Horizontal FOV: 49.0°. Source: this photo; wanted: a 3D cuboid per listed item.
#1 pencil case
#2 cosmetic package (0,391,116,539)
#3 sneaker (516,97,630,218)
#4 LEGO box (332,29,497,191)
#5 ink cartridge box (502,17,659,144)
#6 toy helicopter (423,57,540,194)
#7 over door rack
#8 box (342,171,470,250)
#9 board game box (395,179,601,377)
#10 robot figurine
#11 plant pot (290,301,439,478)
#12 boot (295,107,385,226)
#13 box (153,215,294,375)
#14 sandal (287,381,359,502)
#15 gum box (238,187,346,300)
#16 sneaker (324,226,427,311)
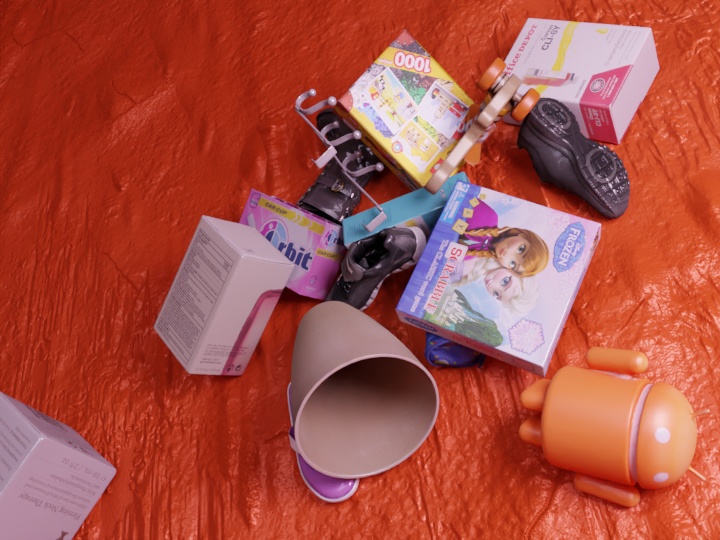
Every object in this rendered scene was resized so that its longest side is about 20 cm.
[{"bbox_3d":[0.129,0.032,1.063,0.087,0.077,0.203,-35,42,46],"label":"pencil case"},{"bbox_3d":[-0.521,0.329,1.203,0.165,0.167,0.201,23,75,38],"label":"cosmetic package"},{"bbox_3d":[0.291,-0.144,1.090,0.075,0.091,0.201,-21,64,-28],"label":"sneaker"},{"bbox_3d":[0.080,-0.229,1.186,0.149,0.200,0.077,-47,7,-5],"label":"LEGO box"},{"bbox_3d":[0.310,-0.282,1.156,0.198,0.083,0.146,19,72,38],"label":"ink cartridge box"},{"bbox_3d":[0.152,-0.186,1.089,0.079,0.132,0.201,39,85,-2],"label":"toy helicopter"},{"bbox_3d":[-0.021,-0.169,1.146,0.066,0.148,0.201,-33,37,10],"label":"over door rack"},{"bbox_3d":[0.078,-0.068,1.158,0.198,0.082,0.050,-21,51,18],"label":"box"},{"bbox_3d":[0.173,0.003,0.991,0.197,0.041,0.202,19,71,22],"label":"board game box"},{"bbox_3d":[0.274,0.168,0.862,0.198,0.117,0.146,7,64,34],"label":"robot figurine"},{"bbox_3d":[-0.017,0.133,1.041,0.186,0.188,0.201,-37,33,4],"label":"plant pot"},{"bbox_3d":[-0.049,-0.170,1.309,0.199,0.069,0.175,32,79,38],"label":"boot"},{"bbox_3d":[-0.208,0.040,1.194,0.128,0.108,0.202,40,109,39],"label":"box"},{"bbox_3d":[-0.065,0.223,1.075,0.082,0.050,0.204,-34,49,7],"label":"sandal"},{"bbox_3d":[-0.118,-0.045,1.248,0.199,0.066,0.115,26,97,39],"label":"gum box"},{"bbox_3d":[0.000,0.000,1.124,0.200,0.090,0.067,-41,58,30],"label":"sneaker"}]
